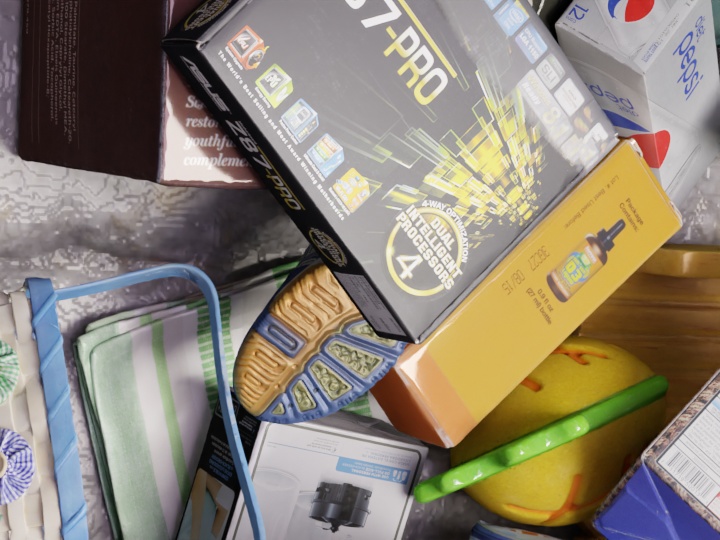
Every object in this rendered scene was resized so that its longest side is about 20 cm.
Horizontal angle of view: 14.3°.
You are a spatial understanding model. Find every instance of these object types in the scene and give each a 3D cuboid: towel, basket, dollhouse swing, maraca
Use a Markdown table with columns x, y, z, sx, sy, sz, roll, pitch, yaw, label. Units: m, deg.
| x | y | z | sx | sy | sz | roll | pitch | yaw | label |
| --- | --- | --- | --- | --- | --- | --- | --- | --- | --- |
| -0.061 | 0.078 | 1.658 | 0.199 | 0.023 | 0.154 | -18 | 105 | -26 | towel |
| -0.159 | 0.094 | 1.522 | 0.199 | 0.139 | 0.177 | -8 | 71 | -19 | basket |
| 0.244 | 0.092 | 1.739 | 0.181 | 0.176 | 0.202 | 2 | 95 | -29 | dollhouse swing |
| 0.107 | 0.096 | 1.661 | 0.107 | 0.137 | 0.200 | 63 | 26 | 5 | maraca |

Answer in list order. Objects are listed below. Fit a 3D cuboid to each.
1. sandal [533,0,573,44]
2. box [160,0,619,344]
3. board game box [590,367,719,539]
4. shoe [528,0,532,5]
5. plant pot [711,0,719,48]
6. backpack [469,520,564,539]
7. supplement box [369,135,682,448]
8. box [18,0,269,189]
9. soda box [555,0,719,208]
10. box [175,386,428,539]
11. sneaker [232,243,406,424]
| x | y | z | sx | sy | sz | roll | pitch | yaw | label |
| --- | --- | --- | --- | --- | --- | --- | --- | --- | --- |
| 0.096 | -0.124 | 1.666 | 0.080 | 0.057 | 0.201 | -58 | 159 | -2 | sandal |
| 0.018 | -0.089 | 1.442 | 0.161 | 0.049 | 0.200 | -45 | 113 | -20 | box |
| 0.258 | 0.113 | 1.618 | 0.159 | 0.097 | 0.200 | 43 | 61 | 8 | board game box |
| 0.041 | -0.162 | 1.588 | 0.053 | 0.200 | 0.070 | -2 | 107 | -15 | shoe |
| 0.237 | -0.221 | 1.691 | 0.199 | 0.196 | 0.202 | -4 | 98 | -29 | plant pot |
| 0.099 | 0.228 | 1.665 | 0.200 | 0.190 | 0.155 | 34 | 70 | -46 | backpack |
| 0.088 | 0.008 | 1.636 | 0.200 | 0.069 | 0.067 | -42 | 114 | -16 | supplement box |
| -0.072 | -0.131 | 1.530 | 0.165 | 0.200 | 0.165 | 1 | 95 | -28 | box |
| 0.166 | -0.107 | 1.674 | 0.068 | 0.063 | 0.200 | -52 | 158 | -14 | soda box |
| -0.048 | 0.177 | 1.638 | 0.116 | 0.060 | 0.201 | 15 | 96 | -31 | box |
| 0.000 | 0.000 | 1.590 | 0.075 | 0.088 | 0.200 | 42 | 85 | -17 | sneaker |
